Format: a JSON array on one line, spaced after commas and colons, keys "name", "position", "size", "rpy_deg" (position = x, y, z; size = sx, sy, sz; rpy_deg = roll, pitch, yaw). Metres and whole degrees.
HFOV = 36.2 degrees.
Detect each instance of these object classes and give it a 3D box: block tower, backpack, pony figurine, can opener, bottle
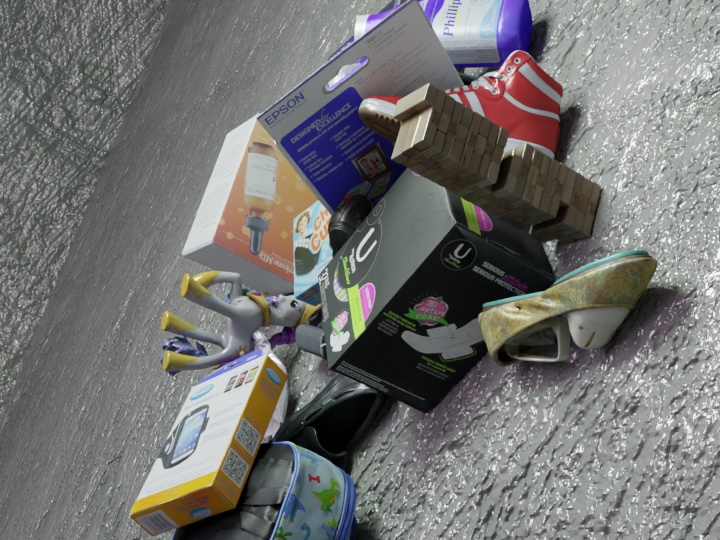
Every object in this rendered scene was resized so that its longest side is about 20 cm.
[{"name": "block tower", "position": [0.118, -0.088, 0.972], "size": [0.054, 0.199, 0.058], "rpy_deg": [-20, 48, 57]}, {"name": "backpack", "position": [-0.089, 0.264, 1.091], "size": [0.200, 0.147, 0.184], "rpy_deg": [-22, 41, 52]}, {"name": "pony figurine", "position": [-0.149, 0.092, 1.383], "size": [0.167, 0.199, 0.194], "rpy_deg": [42, 119, 58]}, {"name": "can opener", "position": [-0.028, 0.065, 1.249], "size": [0.200, 0.053, 0.067], "rpy_deg": [-175, 80, -71]}, {"name": "bottle", "position": [0.092, -0.271, 1.252], "size": [0.198, 0.065, 0.084], "rpy_deg": [3, 59, 22]}]

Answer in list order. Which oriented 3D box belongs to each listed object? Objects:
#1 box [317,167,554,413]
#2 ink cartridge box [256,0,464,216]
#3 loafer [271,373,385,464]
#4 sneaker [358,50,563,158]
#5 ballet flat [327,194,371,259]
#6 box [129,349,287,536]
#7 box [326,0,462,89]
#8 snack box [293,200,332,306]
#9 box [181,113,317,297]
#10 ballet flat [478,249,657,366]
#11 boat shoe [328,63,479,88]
[{"name": "box", "position": [0.066, 0.007, 1.074], "size": [0.200, 0.124, 0.149], "rpy_deg": [-49, 29, 26]}, {"name": "ink cartridge box", "position": [0.011, -0.164, 1.136], "size": [0.198, 0.200, 0.043], "rpy_deg": [-36, 48, 3]}, {"name": "loafer", "position": [-0.042, 0.177, 1.184], "size": [0.201, 0.068, 0.071], "rpy_deg": [-50, 17, 20]}, {"name": "sneaker", "position": [0.104, -0.170, 1.094], "size": [0.071, 0.198, 0.113], "rpy_deg": [98, -172, -81]}, {"name": "ballet flat", "position": [0.000, 0.000, 1.212], "size": [0.057, 0.066, 0.201], "rpy_deg": [-53, -22, -31]}, {"name": "box", "position": [-0.146, 0.166, 1.111], "size": [0.119, 0.042, 0.201], "rpy_deg": [-25, 26, 33]}, {"name": "box", "position": [0.034, -0.240, 1.413], "size": [0.200, 0.104, 0.149], "rpy_deg": [-32, 38, 50]}, {"name": "snack box", "position": [-0.004, -0.053, 1.278], "size": [0.200, 0.037, 0.117], "rpy_deg": [-34, 46, 38]}, {"name": "box", "position": [-0.133, -0.086, 1.534], "size": [0.106, 0.152, 0.201], "rpy_deg": [-17, 51, 57]}, {"name": "ballet flat", "position": [0.172, 0.039, 0.913], "size": [0.200, 0.070, 0.071], "rpy_deg": [-26, 43, 53]}, {"name": "boat shoe", "position": [0.060, -0.203, 1.213], "size": [0.071, 0.200, 0.071], "rpy_deg": [-37, 58, 47]}]
